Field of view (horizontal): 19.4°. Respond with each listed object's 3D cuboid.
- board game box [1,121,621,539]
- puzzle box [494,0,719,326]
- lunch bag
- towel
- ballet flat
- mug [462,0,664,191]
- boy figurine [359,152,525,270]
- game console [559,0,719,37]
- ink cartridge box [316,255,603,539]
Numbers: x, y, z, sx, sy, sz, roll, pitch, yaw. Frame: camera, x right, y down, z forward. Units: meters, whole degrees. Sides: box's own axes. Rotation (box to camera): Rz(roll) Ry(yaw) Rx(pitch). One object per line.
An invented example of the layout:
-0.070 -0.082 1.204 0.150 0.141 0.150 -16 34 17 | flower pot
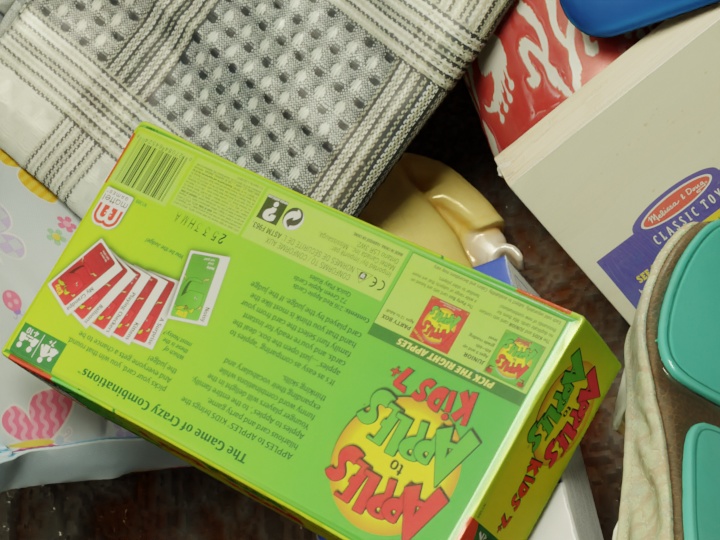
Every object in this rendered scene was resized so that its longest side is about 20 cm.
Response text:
-0.021 0.031 0.740 0.200 0.048 0.102 25 80 31 | board game box
0.164 -0.055 0.776 0.200 0.133 0.025 -38 31 10 | puzzle box
-0.153 0.017 0.879 0.200 0.169 0.127 48 126 33 | lunch bag
-0.061 -0.100 0.831 0.200 0.035 0.193 43 106 20 | towel
0.108 0.062 0.719 0.062 0.067 0.200 -43 21 40 | ballet flat
0.098 -0.148 0.847 0.177 0.133 0.201 -25 65 20 | mug
0.000 0.000 0.868 0.124 0.065 0.200 -24 54 -7 | boy figurine
0.153 -0.199 0.751 0.199 0.119 0.171 -16 33 27 | game console
0.037 0.103 0.736 0.094 0.044 0.201 -21 61 15 | ink cartridge box
